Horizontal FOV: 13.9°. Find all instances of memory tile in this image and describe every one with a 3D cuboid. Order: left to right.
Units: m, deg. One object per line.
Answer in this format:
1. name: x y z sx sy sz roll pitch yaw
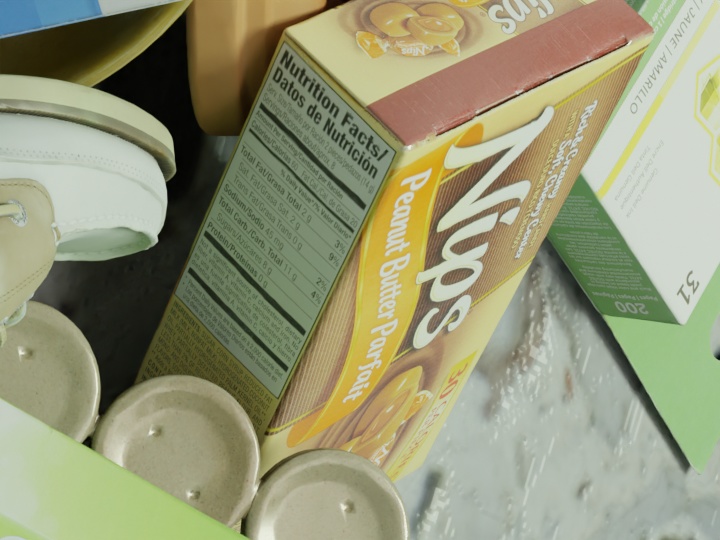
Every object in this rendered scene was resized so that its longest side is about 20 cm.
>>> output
1. memory tile: -0.081 0.123 0.825 0.153 0.017 0.201 25 82 -13

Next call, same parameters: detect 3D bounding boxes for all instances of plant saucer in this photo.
1. plant saucer: -0.016 -0.137 0.855 0.200 0.037 0.202 7 90 -87

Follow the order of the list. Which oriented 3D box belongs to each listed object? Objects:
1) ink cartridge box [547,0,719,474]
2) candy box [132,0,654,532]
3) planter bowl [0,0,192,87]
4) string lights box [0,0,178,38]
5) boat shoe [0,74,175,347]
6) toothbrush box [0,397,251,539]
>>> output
1. ink cartridge box: 0.135 -0.035 1.118 0.146 0.048 0.200 -57 130 -26
2. candy box: 0.000 0.000 0.887 0.115 0.055 0.201 -28 153 -43
3. planter bowl: -0.119 -0.143 0.757 0.084 0.199 0.202 -84 160 -64
4. string lights box: -0.135 -0.101 0.698 0.059 0.199 0.103 -86 164 -65
5. boat shoe: -0.112 -0.010 0.704 0.200 0.074 0.069 5 72 -57
6. toothbrush box: -0.127 0.102 0.752 0.199 0.086 0.146 31 72 -11
